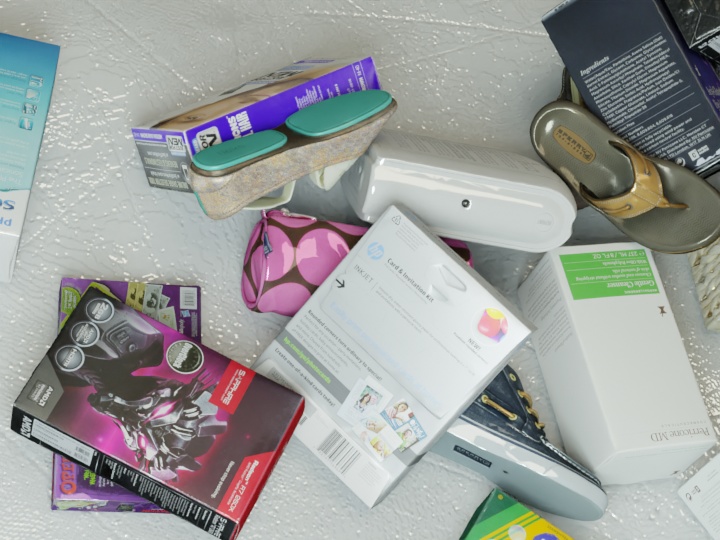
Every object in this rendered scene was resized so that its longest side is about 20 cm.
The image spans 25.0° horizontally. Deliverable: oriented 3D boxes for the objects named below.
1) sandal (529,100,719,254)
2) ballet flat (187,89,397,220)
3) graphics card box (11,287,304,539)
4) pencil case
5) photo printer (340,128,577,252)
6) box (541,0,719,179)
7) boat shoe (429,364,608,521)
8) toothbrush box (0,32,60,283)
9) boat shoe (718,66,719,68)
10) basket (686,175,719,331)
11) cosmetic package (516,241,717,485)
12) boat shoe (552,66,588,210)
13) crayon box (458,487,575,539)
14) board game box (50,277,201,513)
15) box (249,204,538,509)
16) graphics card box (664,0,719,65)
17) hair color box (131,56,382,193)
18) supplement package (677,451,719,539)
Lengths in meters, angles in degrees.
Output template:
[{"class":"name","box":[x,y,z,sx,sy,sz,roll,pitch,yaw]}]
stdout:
[{"class":"sandal","box":[0.233,-0.084,1.444,0.200,0.055,0.082,40,102,14]},{"class":"ballet flat","box":[-0.055,-0.095,1.377,0.200,0.067,0.068,-21,33,-22]},{"class":"graphics card box","box":[-0.159,0.113,1.285,0.200,0.051,0.126,27,58,2]},{"class":"pencil case","box":[0.000,0.000,1.412,0.200,0.091,0.094,8,79,-16]},{"class":"photo printer","box":[0.089,-0.072,1.450,0.200,0.070,0.166,9,14,-12]},{"class":"box","box":[0.275,-0.176,1.530,0.200,0.104,0.148,63,23,5]},{"class":"boat shoe","box":[0.131,0.133,1.387,0.200,0.071,0.091,27,61,2]},{"class":"toothbrush box","box":[-0.345,-0.105,1.373,0.146,0.085,0.200,11,58,-12]},{"class":"boat shoe","box":[0.379,-0.246,1.680,0.070,0.072,0.201,41,59,8]},{"class":"basket","box":[0.419,-0.013,1.525,0.200,0.136,0.124,5,64,-14]},{"class":"cosmetic package","box":[0.224,0.082,1.439,0.107,0.085,0.200,-5,62,-23]},{"class":"boat shoe","box":[0.207,-0.136,1.567,0.073,0.065,0.200,44,32,-29]},{"class":"crayon box","box":[0.110,0.291,1.304,0.126,0.052,0.200,33,58,3]},{"class":"board game box","box":[-0.191,0.101,1.336,0.120,0.032,0.200,7,59,-17]},{"class":"box","box":[0.021,0.070,1.337,0.156,0.041,0.200,42,103,10]},{"class":"graphics card box","box":[0.329,-0.260,1.545,0.200,0.051,0.126,4,60,-63]},{"class":"hair color box","box":[-0.089,-0.132,1.446,0.200,0.109,0.065,-27,110,-27]},{"class":"supplement package","box":[0.411,0.205,1.384,0.151,0.152,0.200,-28,72,-29]}]
